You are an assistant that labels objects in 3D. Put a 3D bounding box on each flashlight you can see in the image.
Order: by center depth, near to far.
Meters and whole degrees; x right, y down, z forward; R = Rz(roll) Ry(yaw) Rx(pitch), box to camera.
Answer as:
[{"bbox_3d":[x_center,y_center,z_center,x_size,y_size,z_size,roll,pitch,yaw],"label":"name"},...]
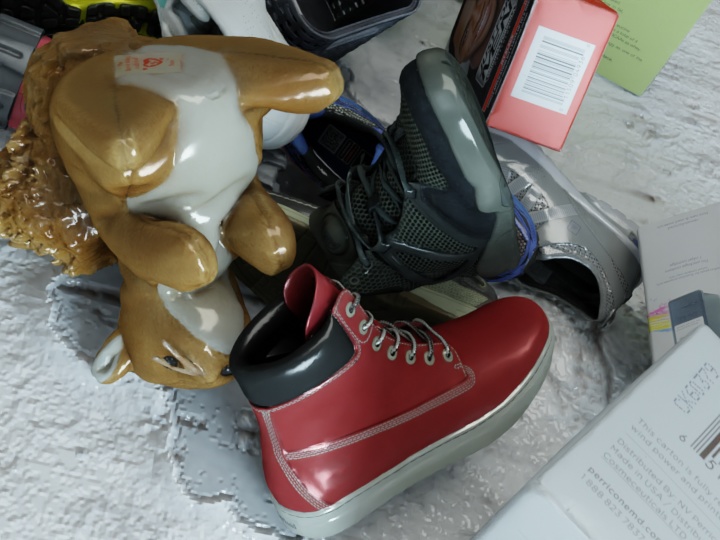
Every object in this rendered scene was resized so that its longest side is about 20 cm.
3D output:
[{"bbox_3d":[-0.146,-0.093,0.794,0.199,0.068,0.068,22,66,-15],"label":"flashlight"}]

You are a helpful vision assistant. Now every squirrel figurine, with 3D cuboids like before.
[{"bbox_3d":[-0.119,-0.033,0.699,0.199,0.188,0.141,26,40,35],"label":"squirrel figurine"}]

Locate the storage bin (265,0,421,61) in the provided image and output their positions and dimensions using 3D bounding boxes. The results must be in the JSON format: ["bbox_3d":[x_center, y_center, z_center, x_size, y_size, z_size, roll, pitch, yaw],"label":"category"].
[{"bbox_3d":[-0.061,-0.245,0.881,0.135,0.093,0.201,-28,94,-45],"label":"storage bin"}]

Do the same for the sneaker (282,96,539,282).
[{"bbox_3d":[0.025,-0.051,0.819,0.199,0.076,0.078,29,8,9],"label":"sneaker"}]

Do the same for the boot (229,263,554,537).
[{"bbox_3d":[0.024,0.038,0.684,0.199,0.145,0.072,-32,39,-24],"label":"boot"}]

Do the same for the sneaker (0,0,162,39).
[{"bbox_3d":[-0.211,-0.186,0.836,0.199,0.078,0.086,13,42,-29],"label":"sneaker"}]

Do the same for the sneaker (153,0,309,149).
[{"bbox_3d":[-0.101,-0.169,0.770,0.088,0.075,0.201,7,49,-60],"label":"sneaker"}]

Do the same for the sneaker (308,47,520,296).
[{"bbox_3d":[0.023,-0.040,0.673,0.113,0.200,0.077,-17,68,2],"label":"sneaker"}]

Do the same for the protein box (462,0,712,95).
[{"bbox_3d":[0.208,-0.295,1.038,0.197,0.200,0.135,27,47,-5],"label":"protein box"}]

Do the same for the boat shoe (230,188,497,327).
[{"bbox_3d":[0.001,0.000,0.791,0.200,0.072,0.066,27,41,-12],"label":"boat shoe"}]

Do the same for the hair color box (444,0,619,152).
[{"bbox_3d":[0.116,-0.168,0.903,0.061,0.102,0.200,17,19,-11],"label":"hair color box"}]

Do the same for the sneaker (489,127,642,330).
[{"bbox_3d":[0.110,-0.035,0.865,0.199,0.075,0.082,30,51,2],"label":"sneaker"}]

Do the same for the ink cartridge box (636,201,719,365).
[{"bbox_3d":[0.235,0.071,0.810,0.117,0.067,0.201,52,31,-42],"label":"ink cartridge box"}]

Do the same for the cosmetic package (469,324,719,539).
[{"bbox_3d":[0.137,0.171,0.627,0.165,0.200,0.165,46,47,14],"label":"cosmetic package"}]
